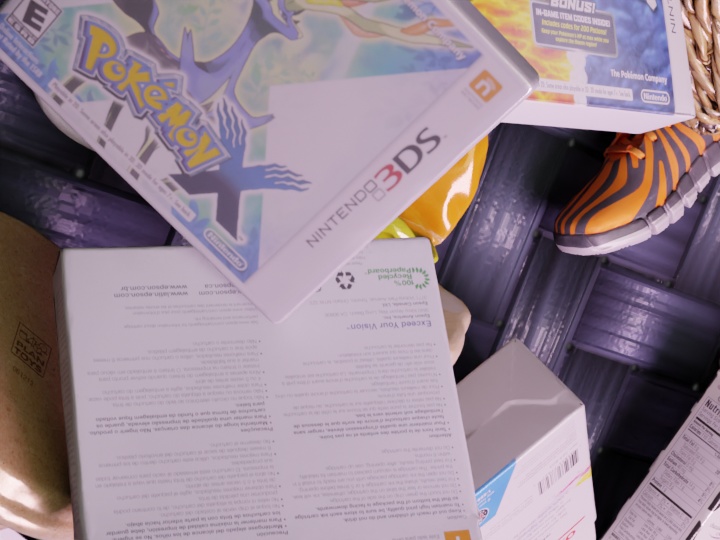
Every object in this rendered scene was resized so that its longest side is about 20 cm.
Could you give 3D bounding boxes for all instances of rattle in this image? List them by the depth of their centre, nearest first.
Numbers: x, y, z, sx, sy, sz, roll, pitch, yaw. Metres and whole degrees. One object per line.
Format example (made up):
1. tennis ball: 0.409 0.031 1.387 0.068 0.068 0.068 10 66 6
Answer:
1. rattle: 0.000 0.000 0.872 0.143 0.131 0.199 -47 162 32

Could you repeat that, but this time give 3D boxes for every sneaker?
1. sneaker: 0.183 -0.100 1.024 0.200 0.077 0.113 -38 117 -26

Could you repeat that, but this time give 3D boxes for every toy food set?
1. toy food set: -0.182 0.051 0.807 0.048 0.199 0.200 -33 135 23

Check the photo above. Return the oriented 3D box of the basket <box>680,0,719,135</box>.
1. basket: 0.270 -0.178 0.943 0.200 0.148 0.143 -46 111 -41

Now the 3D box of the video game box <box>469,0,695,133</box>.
1. video game box: 0.094 -0.168 0.825 0.199 0.047 0.184 -2 81 -47

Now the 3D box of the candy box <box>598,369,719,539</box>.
1. candy box: 0.238 0.179 1.111 0.201 0.061 0.136 -55 141 6

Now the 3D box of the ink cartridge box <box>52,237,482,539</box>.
1. ink cartridge box: -0.045 0.083 0.784 0.198 0.041 0.202 -1 65 -18

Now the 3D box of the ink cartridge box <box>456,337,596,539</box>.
1. ink cartridge box: 0.086 0.147 1.020 0.115 0.068 0.201 -36 147 -14

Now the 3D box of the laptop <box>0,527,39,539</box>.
1. laptop: -0.265 0.173 0.824 0.188 0.116 0.200 -50 120 -6

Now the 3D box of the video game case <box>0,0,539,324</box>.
1. video game case: -0.050 -0.098 0.730 0.200 0.022 0.182 44 118 -7

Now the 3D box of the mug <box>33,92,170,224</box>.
1. mug: -0.077 -0.112 0.838 0.198 0.148 0.177 8 104 1
